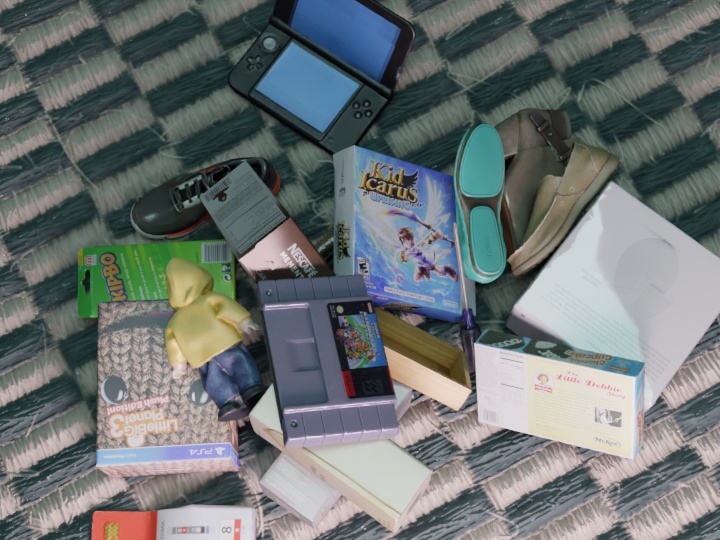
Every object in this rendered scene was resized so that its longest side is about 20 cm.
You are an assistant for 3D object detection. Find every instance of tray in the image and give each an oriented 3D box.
[{"bbox_3d":[0.035,0.088,1.552,0.200,0.099,0.037,28,110,-12],"label":"tray"}]

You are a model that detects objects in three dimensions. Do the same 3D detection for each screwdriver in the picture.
[{"bbox_3d":[0.129,0.031,1.595,0.028,0.029,0.200,4,113,29],"label":"screwdriver"}]

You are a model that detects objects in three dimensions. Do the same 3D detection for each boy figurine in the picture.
[{"bbox_3d":[-0.178,0.078,1.521,0.124,0.064,0.200,-37,70,18],"label":"boy figurine"}]

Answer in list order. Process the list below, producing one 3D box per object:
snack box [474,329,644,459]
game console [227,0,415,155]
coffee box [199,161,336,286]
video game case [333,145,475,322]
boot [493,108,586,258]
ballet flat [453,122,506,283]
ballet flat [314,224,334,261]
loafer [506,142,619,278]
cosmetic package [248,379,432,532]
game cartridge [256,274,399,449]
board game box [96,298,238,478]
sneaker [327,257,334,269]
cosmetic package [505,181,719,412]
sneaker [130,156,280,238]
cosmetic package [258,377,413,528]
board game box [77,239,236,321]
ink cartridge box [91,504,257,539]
[{"bbox_3d":[0.233,0.144,1.539,0.200,0.116,0.037,11,33,27],"label":"snack box"},{"bbox_3d":[-0.054,-0.277,1.702,0.200,0.118,0.171,34,76,11],"label":"game console"},{"bbox_3d":[-0.111,-0.037,1.570,0.080,0.114,0.200,-38,32,-1],"label":"coffee box"},{"bbox_3d":[0.056,-0.042,1.608,0.200,0.045,0.182,13,68,-38],"label":"video game case"},{"bbox_3d":[0.232,-0.113,1.679,0.146,0.070,0.200,-15,83,-14],"label":"boot"},{"bbox_3d":[0.141,-0.080,1.618,0.067,0.070,0.200,2,77,-17],"label":"ballet flat"},{"bbox_3d":[-0.052,-0.033,1.657,0.046,0.067,0.200,39,84,3],"label":"ballet flat"},{"bbox_3d":[0.238,-0.076,1.611,0.067,0.076,0.200,38,75,8],"label":"loafer"},{"bbox_3d":[-0.021,0.200,1.455,0.200,0.104,0.073,33,75,12],"label":"cosmetic package"},{"bbox_3d":[-0.036,0.095,1.433,0.129,0.038,0.200,-6,58,-12],"label":"game cartridge"},{"bbox_3d":[-0.233,0.142,1.587,0.159,0.097,0.200,-4,73,0],"label":"board game box"},{"bbox_3d":[0.000,0.000,1.633,0.080,0.086,0.200,38,77,10],"label":"sneaker"},{"bbox_3d":[0.318,0.040,1.597,0.199,0.123,0.200,38,76,10],"label":"cosmetic package"},{"bbox_3d":[-0.202,-0.105,1.670,0.200,0.082,0.077,-22,74,-6],"label":"sneaker"},{"bbox_3d":[-0.027,0.203,1.562,0.090,0.107,0.200,34,75,10],"label":"cosmetic package"},{"bbox_3d":[-0.258,0.013,1.664,0.200,0.030,0.096,-2,72,-3],"label":"board game box"},{"bbox_3d":[-0.224,0.360,1.546,0.200,0.050,0.162,1,73,-2],"label":"ink cartridge box"}]
